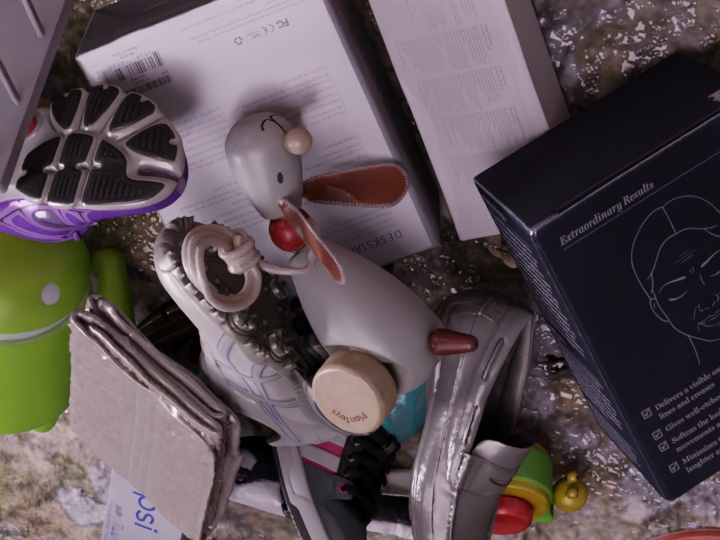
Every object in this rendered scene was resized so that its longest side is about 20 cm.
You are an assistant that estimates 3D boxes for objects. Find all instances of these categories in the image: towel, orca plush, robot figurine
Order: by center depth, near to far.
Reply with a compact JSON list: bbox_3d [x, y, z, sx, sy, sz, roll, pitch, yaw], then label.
[{"bbox_3d":[-0.137,0.099,1.191,0.132,0.034,0.200,41,154,11],"label":"towel"},{"bbox_3d":[-0.245,0.032,1.252,0.174,0.116,0.201,-9,140,-20],"label":"robot figurine"},{"bbox_3d":[-0.009,0.144,1.293,0.199,0.105,0.072,16,97,10],"label":"orca plush"}]

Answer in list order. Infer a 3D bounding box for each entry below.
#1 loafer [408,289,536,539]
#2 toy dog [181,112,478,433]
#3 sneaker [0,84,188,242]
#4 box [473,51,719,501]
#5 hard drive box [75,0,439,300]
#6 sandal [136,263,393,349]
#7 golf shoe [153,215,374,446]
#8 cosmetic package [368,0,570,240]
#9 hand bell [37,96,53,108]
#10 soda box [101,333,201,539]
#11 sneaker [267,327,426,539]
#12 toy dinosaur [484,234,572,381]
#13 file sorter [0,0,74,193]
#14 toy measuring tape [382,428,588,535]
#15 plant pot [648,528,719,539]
[{"bbox_3d":[0.076,0.114,1.172,0.069,0.070,0.202,12,106,34],"label":"loafer"},{"bbox_3d":[0.000,0.000,1.059,0.096,0.132,0.200,-17,130,36],"label":"toy dog"},{"bbox_3d":[-0.169,-0.056,1.085,0.199,0.081,0.083,1,154,41],"label":"sneaker"},{"bbox_3d":[0.182,0.003,1.061,0.148,0.107,0.201,-31,114,-3],"label":"box"},{"bbox_3d":[-0.058,-0.087,1.115,0.155,0.077,0.201,-19,117,12],"label":"hard drive box"},{"bbox_3d":[-0.065,0.030,1.215,0.199,0.082,0.055,-16,103,14],"label":"sandal"},{"bbox_3d":[-0.075,0.050,1.111,0.097,0.079,0.200,-25,128,26],"label":"golf shoe"},{"bbox_3d":[0.070,-0.118,1.088,0.082,0.051,0.201,-7,122,25],"label":"cosmetic package"},{"bbox_3d":[-0.162,-0.072,1.194,0.198,0.104,0.105,13,129,-6],"label":"hand bell"},{"bbox_3d":[-0.140,0.130,1.325,0.063,0.068,0.201,19,128,7],"label":"soda box"},{"bbox_3d":[0.009,0.114,1.207,0.120,0.201,0.084,-22,149,9],"label":"sneaker"},{"bbox_3d":[0.165,0.034,1.171,0.199,0.048,0.089,18,122,1],"label":"toy dinosaur"},{"bbox_3d":[-0.252,-0.170,1.044,0.138,0.201,0.125,10,156,11],"label":"file sorter"},{"bbox_3d":[0.061,0.138,1.247,0.198,0.074,0.074,9,128,-6],"label":"toy measuring tape"},{"bbox_3d":[0.243,0.319,1.251,0.199,0.196,0.202,9,127,12],"label":"plant pot"}]
